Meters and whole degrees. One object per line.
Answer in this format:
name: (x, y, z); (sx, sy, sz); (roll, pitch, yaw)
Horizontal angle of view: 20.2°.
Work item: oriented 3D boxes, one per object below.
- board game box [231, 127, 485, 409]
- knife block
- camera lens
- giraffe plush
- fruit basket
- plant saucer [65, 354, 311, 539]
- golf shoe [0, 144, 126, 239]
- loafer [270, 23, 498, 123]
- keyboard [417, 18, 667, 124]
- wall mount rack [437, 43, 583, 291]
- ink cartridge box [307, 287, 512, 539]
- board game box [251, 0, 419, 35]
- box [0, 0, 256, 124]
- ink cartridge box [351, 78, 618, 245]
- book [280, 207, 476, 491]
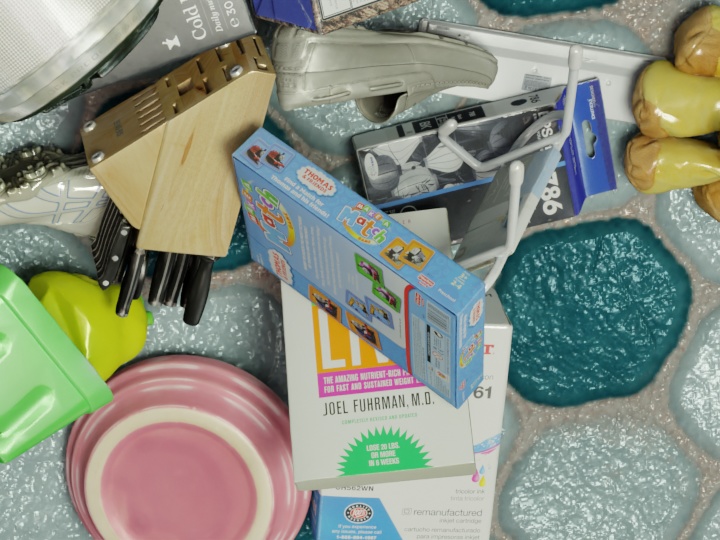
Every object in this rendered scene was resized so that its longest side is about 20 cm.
board game box: (0.000, 0.000, 1.424); (0.200, 0.151, 0.037); (35, 69, 19)
knife block: (-0.116, -0.053, 1.475); (0.200, 0.064, 0.176); (-31, 126, 6)
camera lens: (-0.231, -0.207, 1.279); (0.160, 0.160, 0.200); (-38, 110, 7)
giraffe plush: (0.315, -0.092, 1.524); (0.200, 0.162, 0.173); (3, 115, -11)
fruit basket: (-0.256, 0.048, 1.510); (0.216, 0.216, 0.156); (-34, 112, 5)
plant saucer: (-0.139, 0.168, 1.601); (0.200, 0.051, 0.201); (2, 110, 6)
golf shoe: (-0.219, -0.050, 1.520); (0.200, 0.078, 0.097); (-18, 118, 0)
loafer: (0.018, -0.142, 1.479); (0.200, 0.070, 0.070); (0, 98, -37)
keyboard: (0.138, -0.153, 1.566); (0.200, 0.011, 0.056); (8, 115, -11)
wall mount rack: (0.101, -0.070, 1.441); (0.075, 0.200, 0.174); (41, 145, -20)
ink cartridge box: (0.036, 0.115, 1.612); (0.144, 0.085, 0.200); (1, 110, -8)
board game box: (0.016, -0.275, 1.415); (0.200, 0.097, 0.160); (-22, 114, -25)
box: (-0.199, -0.238, 1.424); (0.196, 0.124, 0.200); (-19, 112, 2)
ink cartridge box: (0.101, -0.078, 1.568); (0.200, 0.039, 0.100); (-15, 113, -1)
book: (0.010, 0.060, 1.506); (0.133, 0.048, 0.200); (-6, 68, 1)
